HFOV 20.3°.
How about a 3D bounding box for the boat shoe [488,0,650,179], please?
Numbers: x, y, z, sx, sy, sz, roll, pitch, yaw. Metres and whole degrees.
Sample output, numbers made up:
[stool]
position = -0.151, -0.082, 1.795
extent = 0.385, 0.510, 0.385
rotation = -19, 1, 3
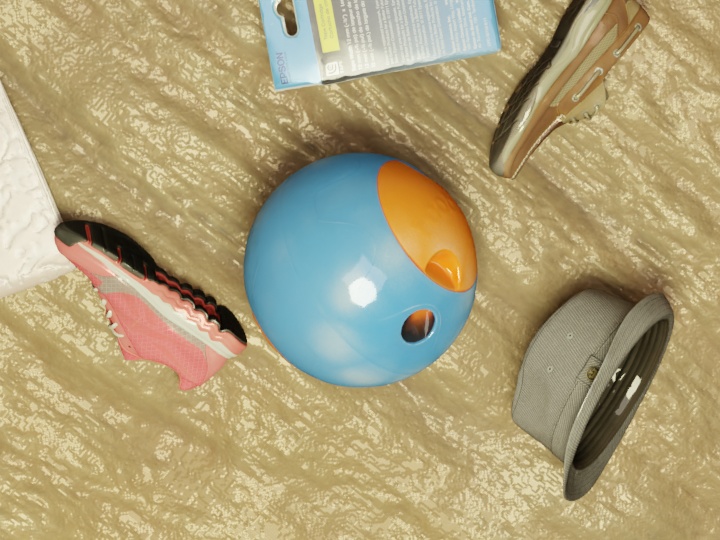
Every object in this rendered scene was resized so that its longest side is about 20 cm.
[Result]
[boat shoe]
position = 0.185, -0.161, 1.764
extent = 0.072, 0.076, 0.200
rotation = 31, 98, -11

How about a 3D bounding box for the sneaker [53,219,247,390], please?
[sneaker]
position = -0.198, 0.036, 1.768
extent = 0.200, 0.074, 0.087
rotation = 37, 102, -16

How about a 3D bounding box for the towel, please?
[towel]
position = -0.374, -0.054, 1.765
extent = 0.200, 0.032, 0.191
rotation = -20, 100, -1

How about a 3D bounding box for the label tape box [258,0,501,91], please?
[label tape box]
position = 0.011, -0.243, 1.742
extent = 0.200, 0.066, 0.144
rotation = -11, 100, 0

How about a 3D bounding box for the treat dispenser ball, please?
[treat dispenser ball]
position = 0.000, 0.000, 1.715
extent = 0.201, 0.201, 0.201
rotation = -1, 100, -4

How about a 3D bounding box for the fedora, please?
[fedora]
position = 0.196, 0.096, 1.784
extent = 0.090, 0.177, 0.200
rotation = 29, 101, 21
